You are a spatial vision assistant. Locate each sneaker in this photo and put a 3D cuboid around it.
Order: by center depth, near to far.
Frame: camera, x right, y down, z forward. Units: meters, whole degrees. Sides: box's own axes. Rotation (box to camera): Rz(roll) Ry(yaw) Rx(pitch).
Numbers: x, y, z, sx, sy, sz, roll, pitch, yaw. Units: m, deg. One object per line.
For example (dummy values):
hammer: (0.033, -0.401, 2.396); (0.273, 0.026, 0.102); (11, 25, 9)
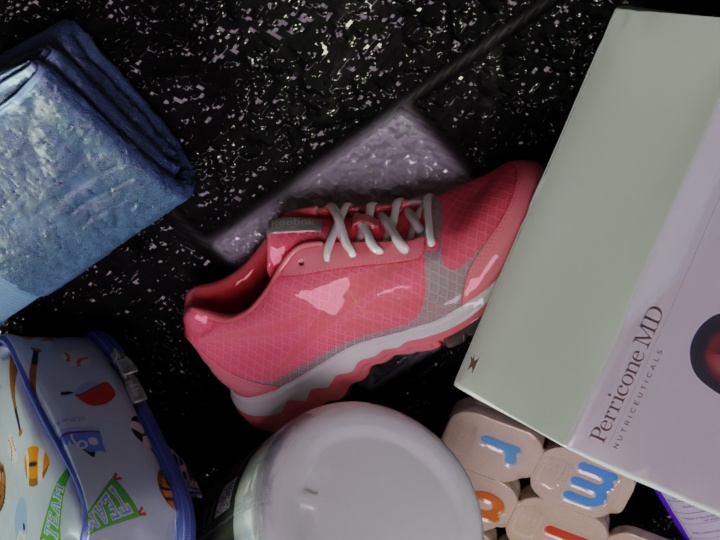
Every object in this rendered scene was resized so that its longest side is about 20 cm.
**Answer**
sneaker: (0.000, 0.000, 1.082); (0.200, 0.074, 0.087); (-33, 119, 21)

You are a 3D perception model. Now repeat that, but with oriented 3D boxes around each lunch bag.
lunch bag: (-0.148, 0.130, 1.130); (0.075, 0.160, 0.200); (0, 129, -31)

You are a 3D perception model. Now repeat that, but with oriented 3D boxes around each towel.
towel: (-0.182, -0.024, 1.076); (0.200, 0.049, 0.112); (-32, 122, 20)

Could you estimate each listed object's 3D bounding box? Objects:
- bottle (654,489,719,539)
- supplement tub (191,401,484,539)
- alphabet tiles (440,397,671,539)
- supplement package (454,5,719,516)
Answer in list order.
bottle: (0.199, 0.112, 1.171); (0.083, 0.065, 0.200); (-21, 124, 20)
supplement tub: (-0.035, 0.151, 1.131); (0.122, 0.123, 0.200); (24, 148, -17)
alphabet tiles: (0.068, 0.148, 1.202); (0.195, 0.015, 0.200); (21, 132, 0)
supplement package: (0.183, 0.013, 1.002); (0.199, 0.147, 0.192); (23, 91, -18)
